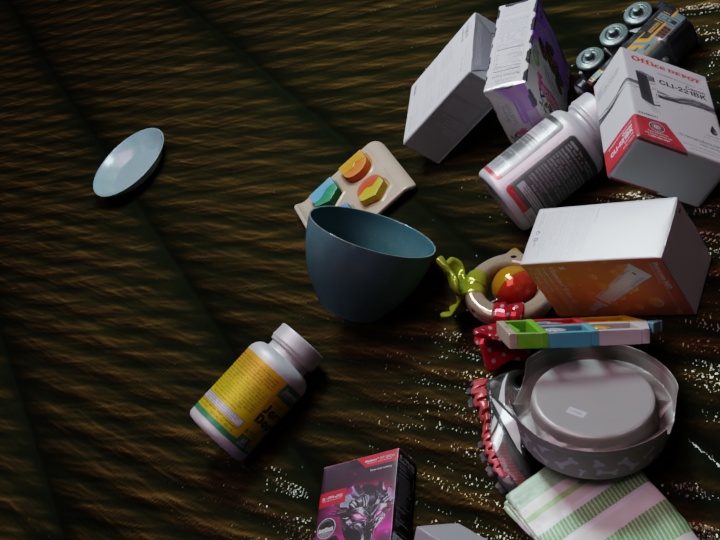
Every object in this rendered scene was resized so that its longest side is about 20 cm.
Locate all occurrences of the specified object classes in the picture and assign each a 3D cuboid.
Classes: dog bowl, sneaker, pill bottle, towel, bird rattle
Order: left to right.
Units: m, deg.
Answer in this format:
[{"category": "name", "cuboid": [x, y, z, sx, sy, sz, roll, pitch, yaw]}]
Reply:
[{"category": "pill bottle", "cuboid": [-0.154, 0.181, 1.699, 0.200, 0.113, 0.113, -47, 37, -8]}, {"category": "bird rattle", "cuboid": [0.198, 0.036, 1.549, 0.163, 0.113, 0.200, -32, 38, -15]}, {"category": "sneaker", "cuboid": [0.198, 0.201, 1.399, 0.098, 0.071, 0.201, -29, 38, 17]}, {"category": "pill bottle", "cuboid": [0.285, -0.163, 1.651, 0.200, 0.114, 0.114, -39, 37, 3]}, {"category": "dog bowl", "cuboid": [0.274, 0.166, 1.317, 0.200, 0.059, 0.200, -5, 33, 3]}, {"category": "towel", "cuboid": [0.271, 0.286, 1.254, 0.152, 0.023, 0.200, -33, 42, -7]}]

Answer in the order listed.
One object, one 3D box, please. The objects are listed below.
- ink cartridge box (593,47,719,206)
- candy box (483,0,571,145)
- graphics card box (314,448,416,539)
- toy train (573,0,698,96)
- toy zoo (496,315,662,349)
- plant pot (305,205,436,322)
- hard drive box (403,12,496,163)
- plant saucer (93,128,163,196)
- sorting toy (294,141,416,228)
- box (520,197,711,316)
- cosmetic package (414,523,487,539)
[{"category": "ink cartridge box", "cuboid": [0.412, -0.201, 1.540, 0.200, 0.144, 0.084, -87, 19, -44]}, {"category": "candy box", "cuboid": [0.267, -0.296, 1.753, 0.071, 0.168, 0.200, -9, 48, 27]}, {"category": "graphics card box", "cuboid": [0.003, 0.337, 1.454, 0.125, 0.051, 0.200, -19, 43, 27]}, {"category": "toy train", "cuboid": [0.426, -0.334, 1.731, 0.200, 0.085, 0.114, -44, 46, -3]}, {"category": "toy zoo", "cuboid": [0.276, 0.076, 1.389, 0.200, 0.021, 0.131, -2, 4, 0]}, {"category": "plant pot", "cuboid": [0.000, 0.000, 1.705, 0.200, 0.200, 0.135, 43, 121, 53]}, {"category": "hard drive box", "cuboid": [0.161, -0.304, 1.867, 0.200, 0.077, 0.156, -44, 27, 45]}, {"category": "plant saucer", "cuboid": [-0.507, -0.231, 2.486, 0.201, 0.039, 0.201, -24, 40, 23]}, {"category": "sorting toy", "cuboid": [-0.017, -0.133, 1.954, 0.200, 0.036, 0.185, -38, 37, 4]}, {"category": "box", "cuboid": [0.332, -0.013, 1.452, 0.200, 0.124, 0.098, -3, 51, 40]}, {"category": "cosmetic package", "cuboid": [0.142, 0.368, 1.251, 0.200, 0.074, 0.102, 21, 102, 51]}]
